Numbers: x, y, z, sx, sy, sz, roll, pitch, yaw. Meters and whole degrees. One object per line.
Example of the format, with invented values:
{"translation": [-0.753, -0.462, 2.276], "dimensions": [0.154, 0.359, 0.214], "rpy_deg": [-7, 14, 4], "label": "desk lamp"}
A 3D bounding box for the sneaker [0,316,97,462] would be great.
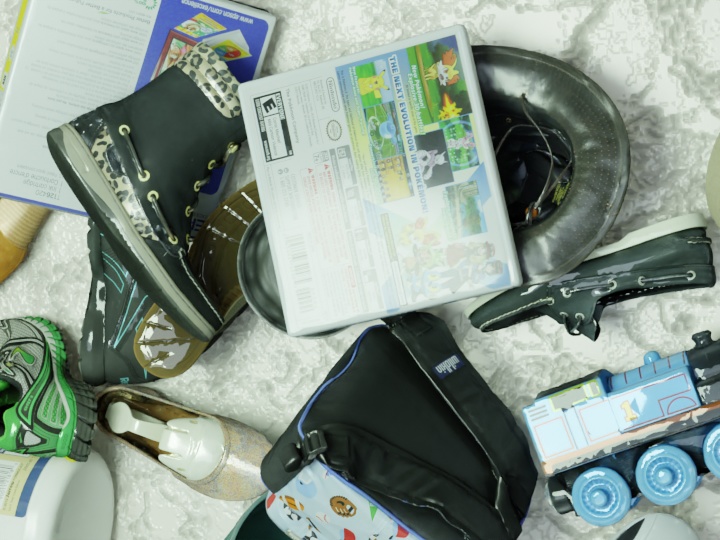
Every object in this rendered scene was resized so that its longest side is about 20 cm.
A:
{"translation": [-0.290, 0.092, 1.268], "dimensions": [0.200, 0.085, 0.078], "rpy_deg": [38, 114, 55], "label": "sneaker"}

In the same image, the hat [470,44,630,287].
{"translation": [0.111, -0.077, 1.161], "dimensions": [0.200, 0.081, 0.201], "rpy_deg": [-2, 84, 15], "label": "hat"}

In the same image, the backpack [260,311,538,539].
{"translation": [0.033, 0.161, 1.166], "dimensions": [0.190, 0.200, 0.154], "rpy_deg": [36, 136, 4], "label": "backpack"}

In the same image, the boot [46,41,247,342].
{"translation": [-0.130, -0.062, 1.177], "dimensions": [0.154, 0.073, 0.204], "rpy_deg": [-38, 102, -17], "label": "boot"}

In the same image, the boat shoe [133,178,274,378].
{"translation": [-0.116, 0.002, 1.243], "dimensions": [0.073, 0.065, 0.200], "rpy_deg": [42, 82, -4], "label": "boat shoe"}

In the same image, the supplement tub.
{"translation": [-0.330, 0.210, 1.299], "dimensions": [0.200, 0.144, 0.145], "rpy_deg": [7, 98, 16], "label": "supplement tub"}

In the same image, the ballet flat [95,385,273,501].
{"translation": [-0.153, 0.140, 1.237], "dimensions": [0.200, 0.067, 0.068], "rpy_deg": [13, 82, 41], "label": "ballet flat"}

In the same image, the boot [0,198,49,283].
{"translation": [-0.377, -0.069, 1.318], "dimensions": [0.201, 0.071, 0.144], "rpy_deg": [44, 103, 3], "label": "boot"}

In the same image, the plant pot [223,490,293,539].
{"translation": [-0.050, 0.289, 1.214], "dimensions": [0.200, 0.200, 0.134], "rpy_deg": [50, 133, 6], "label": "plant pot"}

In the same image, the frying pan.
{"translation": [-0.008, -0.015, 1.181], "dimensions": [0.190, 0.031, 0.115], "rpy_deg": [-21, 97, 17], "label": "frying pan"}

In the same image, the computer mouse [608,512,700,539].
{"translation": [0.183, 0.269, 1.149], "dimensions": [0.110, 0.044, 0.200], "rpy_deg": [36, 105, -6], "label": "computer mouse"}

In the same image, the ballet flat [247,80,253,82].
{"translation": [-0.009, -0.091, 1.213], "dimensions": [0.200, 0.072, 0.072], "rpy_deg": [46, 106, 3], "label": "ballet flat"}

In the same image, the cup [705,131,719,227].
{"translation": [0.332, -0.059, 1.061], "dimensions": [0.143, 0.200, 0.201], "rpy_deg": [23, 104, 42], "label": "cup"}

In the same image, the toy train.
{"translation": [0.226, 0.121, 1.154], "dimensions": [0.200, 0.087, 0.114], "rpy_deg": [-22, 84, 18], "label": "toy train"}

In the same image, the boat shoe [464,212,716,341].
{"translation": [0.180, 0.020, 1.160], "dimensions": [0.199, 0.075, 0.066], "rpy_deg": [-21, 78, 9], "label": "boat shoe"}

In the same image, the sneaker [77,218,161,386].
{"translation": [-0.193, 0.002, 1.282], "dimensions": [0.079, 0.075, 0.200], "rpy_deg": [6, 104, 1], "label": "sneaker"}

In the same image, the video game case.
{"translation": [0.013, -0.066, 1.129], "dimensions": [0.182, 0.022, 0.200], "rpy_deg": [-13, 84, 14], "label": "video game case"}

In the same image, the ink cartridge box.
{"translation": [-0.190, -0.140, 1.214], "dimensions": [0.197, 0.047, 0.200], "rpy_deg": [13, 104, -26], "label": "ink cartridge box"}
